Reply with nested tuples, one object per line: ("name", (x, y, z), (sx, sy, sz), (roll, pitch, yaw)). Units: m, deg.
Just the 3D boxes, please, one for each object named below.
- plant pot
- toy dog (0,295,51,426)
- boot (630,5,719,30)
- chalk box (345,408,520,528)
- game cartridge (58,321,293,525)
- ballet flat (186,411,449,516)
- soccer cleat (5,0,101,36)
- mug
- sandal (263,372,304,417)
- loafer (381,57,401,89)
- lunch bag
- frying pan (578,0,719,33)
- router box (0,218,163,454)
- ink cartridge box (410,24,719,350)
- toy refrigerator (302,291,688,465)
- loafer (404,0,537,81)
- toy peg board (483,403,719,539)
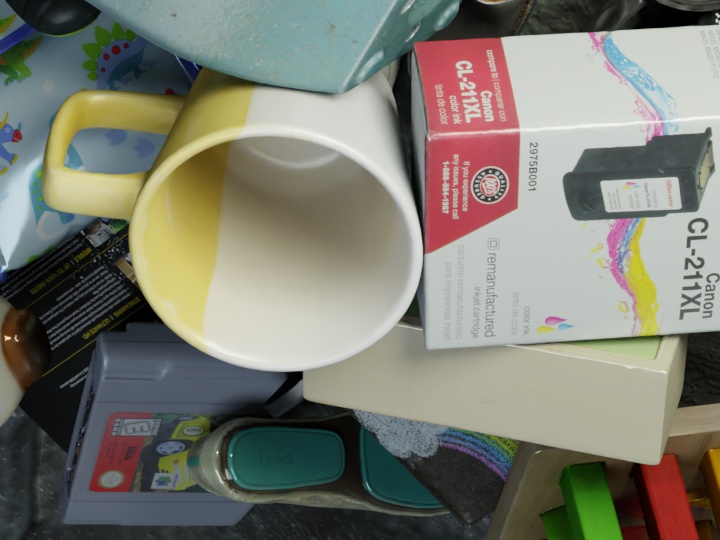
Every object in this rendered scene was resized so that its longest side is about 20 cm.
("plant pot", (-0.029, -0.207, 1.371), (0.200, 0.196, 0.197), (41, 128, 9))
("toy dog", (-0.275, 0.016, 1.555), (0.139, 0.194, 0.200), (-32, 102, 18))
("boot", (0.244, -0.085, 1.468), (0.199, 0.077, 0.168), (-17, 121, 35))
("chalk box", (0.103, 0.032, 1.569), (0.125, 0.124, 0.200), (44, 124, -13))
("game cartridge", (-0.112, 0.101, 1.695), (0.132, 0.041, 0.200), (-2, 145, -16))
("ballet flat", (-0.016, 0.117, 1.678), (0.199, 0.068, 0.062), (8, 168, -30))
("soccer cleat", (-0.187, -0.217, 1.456), (0.067, 0.201, 0.081), (-21, 154, 5))
("mug", (-0.053, -0.062, 1.413), (0.186, 0.154, 0.149), (35, 121, -20))
("sandal", (0.000, 0.000, 1.590), (0.045, 0.075, 0.200), (36, 103, -6))
("loafer", (-0.018, -0.101, 1.547), (0.070, 0.070, 0.201), (15, 126, 17))
("lunch bag", (-0.190, -0.123, 1.532), (0.170, 0.127, 0.201), (-33, 93, 2))
("frying pan", (0.171, -0.160, 1.434), (0.115, 0.031, 0.191), (24, 112, 27))
("router box", (-0.160, 0.015, 1.689), (0.200, 0.051, 0.149), (-33, 109, 32))
("ink cartridge box", (0.128, -0.044, 1.394), (0.199, 0.083, 0.146), (-4, 129, -3))
("toy refrigerator", (0.074, 0.040, 1.461), (0.199, 0.076, 0.070), (10, 124, 13))
("loafer", (0.068, -0.167, 1.473), (0.072, 0.072, 0.201), (23, 128, 1))
("toy peg board", (0.183, 0.170, 1.567), (0.198, 0.098, 0.200), (-5, 149, -12))
